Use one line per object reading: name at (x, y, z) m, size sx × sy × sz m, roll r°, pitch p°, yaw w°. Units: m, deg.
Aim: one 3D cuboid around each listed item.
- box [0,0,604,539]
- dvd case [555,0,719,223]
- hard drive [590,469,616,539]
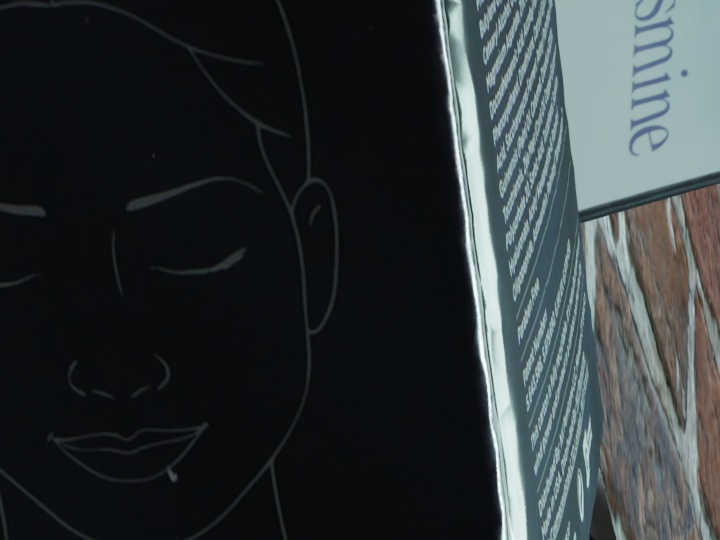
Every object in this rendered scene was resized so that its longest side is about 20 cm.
box at (-0.068, -0.031, 0.485) m, size 0.124 × 0.199 × 0.198 m, roll -68°, pitch 152°, yaw -64°
dvd case at (0.011, -0.059, 0.675) m, size 0.018 × 0.199 × 0.143 m, roll -125°, pitch -156°, yaw -47°
hard drive at (0.000, 0.000, 0.859) m, size 0.200 × 0.038 × 0.140 m, roll 46°, pitch 18°, yaw -25°
